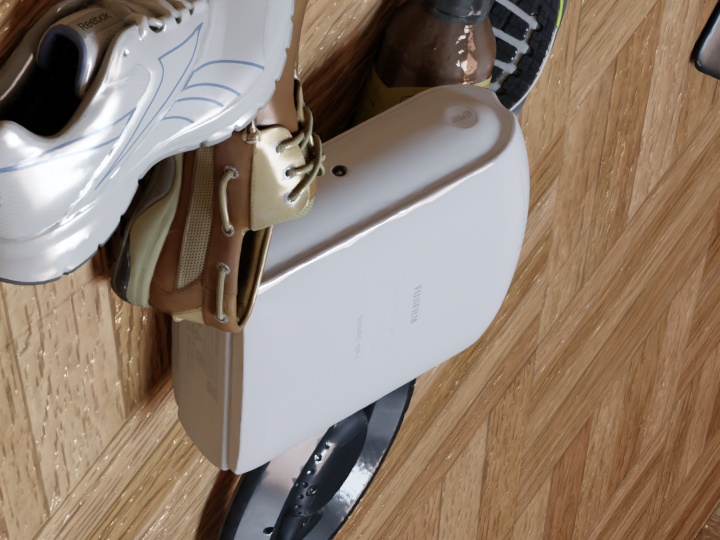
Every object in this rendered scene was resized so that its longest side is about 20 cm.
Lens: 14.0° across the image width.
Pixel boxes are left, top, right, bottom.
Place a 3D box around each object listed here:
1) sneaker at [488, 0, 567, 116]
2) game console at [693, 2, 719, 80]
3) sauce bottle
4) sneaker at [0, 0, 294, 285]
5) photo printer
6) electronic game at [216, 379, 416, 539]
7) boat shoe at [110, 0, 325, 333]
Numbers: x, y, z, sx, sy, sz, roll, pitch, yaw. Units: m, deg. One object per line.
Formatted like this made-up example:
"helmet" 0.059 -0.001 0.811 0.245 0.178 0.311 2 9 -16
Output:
"sneaker" 0.060 -0.101 1.625 0.200 0.074 0.081 -60 173 33
"game console" 0.330 -0.241 2.282 0.201 0.116 0.176 -62 -166 11
"sauce bottle" 0.034 -0.097 1.539 0.065 0.065 0.201 -42 156 -47
"sneaker" -0.091 -0.082 1.170 0.200 0.074 0.087 -51 157 -31
"photo printer" 0.000 0.000 1.487 0.200 0.069 0.167 -28 148 -25
"electronic game" -0.027 0.112 1.774 0.200 0.042 0.200 -51 162 -23
"boat shoe" -0.050 -0.053 1.312 0.076 0.074 0.200 -55 170 -48
